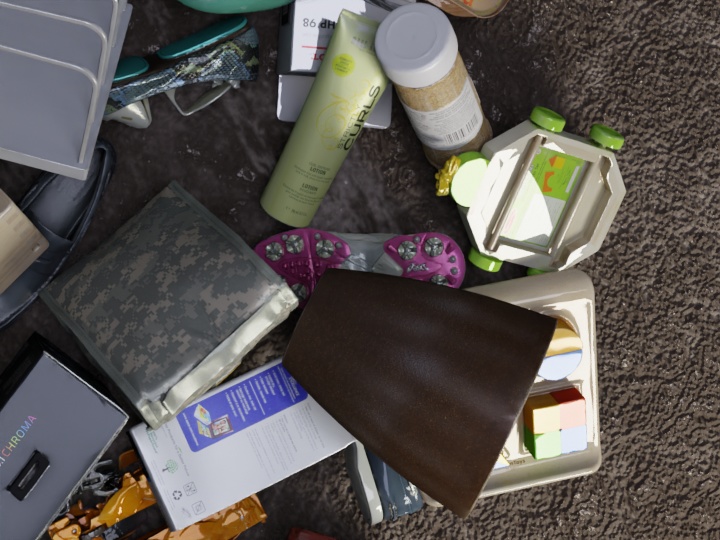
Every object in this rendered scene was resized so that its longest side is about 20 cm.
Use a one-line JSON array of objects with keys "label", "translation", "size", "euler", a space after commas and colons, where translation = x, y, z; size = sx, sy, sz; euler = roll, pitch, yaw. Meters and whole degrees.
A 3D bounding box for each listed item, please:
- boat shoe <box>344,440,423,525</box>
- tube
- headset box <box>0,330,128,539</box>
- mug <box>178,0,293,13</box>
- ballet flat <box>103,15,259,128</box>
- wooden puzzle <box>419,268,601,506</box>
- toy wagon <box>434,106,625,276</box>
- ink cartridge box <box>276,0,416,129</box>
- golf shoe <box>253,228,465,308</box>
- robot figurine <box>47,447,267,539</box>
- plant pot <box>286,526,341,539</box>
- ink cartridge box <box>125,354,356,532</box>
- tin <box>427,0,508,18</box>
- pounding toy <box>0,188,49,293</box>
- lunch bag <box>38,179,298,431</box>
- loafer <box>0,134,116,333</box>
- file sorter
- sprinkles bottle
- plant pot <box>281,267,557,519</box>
[{"label": "boat shoe", "translation": [0.010, 0.128, 1.700], "size": [0.061, 0.075, 0.202], "euler": [-14, 86, -15]}, {"label": "tube", "translation": [-0.027, -0.133, 1.651], "size": [0.052, 0.058, 0.201], "euler": [36, 113, 17]}, {"label": "headset box", "translation": [-0.287, 0.154, 1.571], "size": [0.093, 0.200, 0.175], "euler": [38, 84, -12]}, {"label": "mug", "translation": [-0.129, -0.297, 1.602], "size": [0.183, 0.114, 0.154], "euler": [5, 102, 30]}, {"label": "ballet flat", "translation": [-0.179, -0.162, 1.650], "size": [0.198, 0.074, 0.075], "euler": [-19, 97, -8]}, {"label": "wooden puzzle", "translation": [0.137, 0.113, 1.727], "size": [0.183, 0.046, 0.202], "euler": [-10, 108, -12]}, {"label": "toy wagon", "translation": [0.149, -0.073, 1.706], "size": [0.198, 0.040, 0.156], "euler": [14, 109, -29]}, {"label": "ink cartridge box", "translation": [-0.011, -0.232, 1.682], "size": [0.114, 0.067, 0.203], "euler": [3, 92, -14]}, {"label": "golf shoe", "translation": [0.000, 0.000, 1.698], "size": [0.198, 0.091, 0.076], "euler": [3, 92, 10]}, {"label": "robot figurine", "translation": [-0.192, 0.222, 1.669], "size": [0.198, 0.058, 0.146], "euler": [-26, 98, -11]}, {"label": "plant pot", "translation": [-0.022, 0.342, 1.657], "size": [0.199, 0.201, 0.197], "euler": [21, 80, -13]}, {"label": "ink cartridge box", "translation": [-0.097, 0.143, 1.647], "size": [0.198, 0.039, 0.100], "euler": [-24, 87, -16]}, {"label": "tin", "translation": [0.073, -0.294, 1.659], "size": [0.199, 0.042, 0.113], "euler": [22, 73, -51]}, {"label": "pounding toy", "translation": [-0.368, -0.003, 1.569], "size": [0.184, 0.142, 0.200], "euler": [-45, 71, -7]}, {"label": "lunch bag", "translation": [-0.154, 0.040, 1.588], "size": [0.164, 0.200, 0.118], "euler": [-40, 127, -8]}, {"label": "loafer", "translation": [-0.280, -0.033, 1.628], "size": [0.068, 0.070, 0.202], "euler": [34, 86, -14]}, {"label": "file sorter", "translation": [-0.266, -0.203, 1.540], "size": [0.137, 0.125, 0.201], "euler": [14, 51, -7]}, {"label": "sprinkles bottle", "translation": [0.066, -0.156, 1.639], "size": [0.067, 0.200, 0.069], "euler": [-5, 66, 13]}, {"label": "plant pot", "translation": [0.040, 0.084, 1.596], "size": [0.198, 0.187, 0.188], "euler": [25, 87, 3]}]
